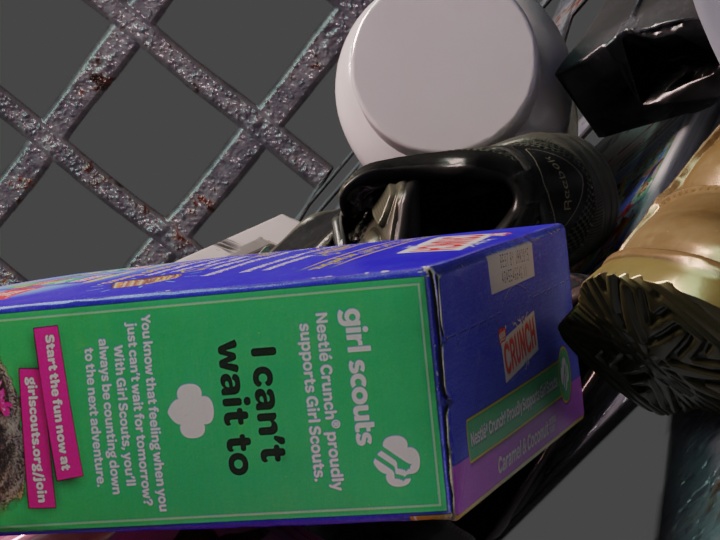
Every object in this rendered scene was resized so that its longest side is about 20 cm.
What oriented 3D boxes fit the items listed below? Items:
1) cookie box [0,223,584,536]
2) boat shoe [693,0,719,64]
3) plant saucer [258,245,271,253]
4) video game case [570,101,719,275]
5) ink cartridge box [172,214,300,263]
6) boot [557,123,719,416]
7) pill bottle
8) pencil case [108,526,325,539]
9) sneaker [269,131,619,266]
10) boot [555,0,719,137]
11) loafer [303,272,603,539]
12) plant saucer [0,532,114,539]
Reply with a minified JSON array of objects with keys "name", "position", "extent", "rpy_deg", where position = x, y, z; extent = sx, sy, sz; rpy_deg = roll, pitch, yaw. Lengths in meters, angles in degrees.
[{"name":"cookie box","position":[-0.043,0.034,0.634],"extent":[0.200,0.075,0.171],"rpy_deg":[-6,3,19]},{"name":"boat shoe","position":[0.157,-0.129,0.693],"extent":[0.066,0.070,0.200],"rpy_deg":[-28,-40,-5]},{"name":"plant saucer","position":[-0.085,0.084,0.997],"extent":[0.070,0.019,0.200],"rpy_deg":[-55,-12,-66]},{"name":"video game case","position":[0.113,-0.024,0.900],"extent":[0.143,0.018,0.200],"rpy_deg":[-44,9,46]},{"name":"ink cartridge box","position":[-0.062,0.043,1.130],"extent":[0.200,0.067,0.116],"rpy_deg":[-27,-44,-56]},{"name":"boot","position":[0.146,-0.050,0.589],"extent":[0.200,0.066,0.175],"rpy_deg":[-51,6,-7]},{"name":"pill bottle","position":[0.048,-0.081,0.936],"extent":[0.111,0.111,0.200],"rpy_deg":[-51,-9,0]},{"name":"pencil case","position":[-0.030,0.115,0.588],"extent":[0.200,0.091,0.094],"rpy_deg":[-174,100,-70]},{"name":"sneaker","position":[0.000,0.000,0.815],"extent":[0.199,0.076,0.114],"rpy_deg":[-23,-10,31]},{"name":"boot","position":[0.182,-0.157,0.878],"extent":[0.165,0.066,0.200],"rpy_deg":[-37,12,43]},{"name":"loafer","position":[0.027,0.075,0.716],"extent":[0.200,0.072,0.063],"rpy_deg":[-50,9,-17]},{"name":"plant saucer","position":[-0.125,0.101,0.820],"extent":[0.200,0.051,0.201],"rpy_deg":[-26,12,6]}]
